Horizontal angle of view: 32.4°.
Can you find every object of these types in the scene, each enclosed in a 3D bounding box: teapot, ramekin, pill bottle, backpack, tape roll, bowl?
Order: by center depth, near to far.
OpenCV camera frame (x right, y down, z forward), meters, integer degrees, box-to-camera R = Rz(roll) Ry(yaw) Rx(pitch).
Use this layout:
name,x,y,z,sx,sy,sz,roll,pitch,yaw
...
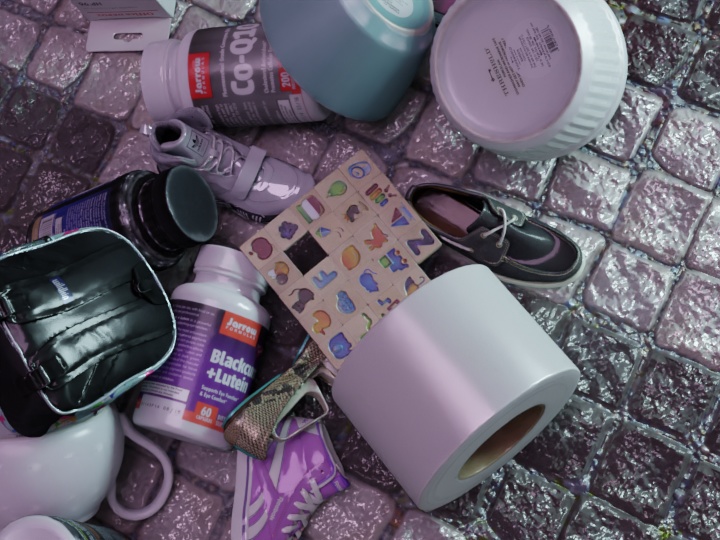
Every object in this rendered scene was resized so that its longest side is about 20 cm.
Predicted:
name,x,y,z,sx,sy,sz,roll,pitch,yaw
tape roll,0.092,0.112,1.186,0.203,0.203,0.139,-41,68,0
backpack,-0.289,0.057,1.222,0.150,0.200,0.178,-30,90,45
pill bottle,-0.278,0.304,1.226,0.106,0.200,0.107,-4,72,14
ramekin,0.165,-0.212,1.275,0.199,0.105,0.202,3,97,25
teapot,-0.332,0.214,1.297,0.199,0.197,0.147,5,107,35
pill bottle,-0.159,0.080,1.309,0.111,0.111,0.201,12,78,18
bowl,0.002,-0.272,1.312,0.105,0.200,0.202,-35,63,41
pill bottle,-0.257,-0.043,1.343,0.199,0.112,0.113,-18,69,29
pill bottle,-0.138,-0.217,1.390,0.199,0.114,0.115,-3,73,14

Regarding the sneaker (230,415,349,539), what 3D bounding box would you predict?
name,x,y,z,sx,sy,sz,roll,pitch,yaw
sneaker,-0.069,0.246,1.259,0.113,0.073,0.202,-3,73,11

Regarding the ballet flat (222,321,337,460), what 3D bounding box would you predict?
name,x,y,z,sx,sy,sz,roll,pitch,yaw
ballet flat,-0.058,0.118,1.280,0.075,0.068,0.200,36,61,10

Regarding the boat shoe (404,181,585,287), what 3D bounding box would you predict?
name,x,y,z,sx,sy,sz,roll,pitch,yaw
boat shoe,0.137,-0.038,1.291,0.199,0.068,0.072,24,80,18

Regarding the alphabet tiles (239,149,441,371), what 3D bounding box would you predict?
name,x,y,z,sx,sy,sz,roll,pitch,yaw
alphabet tiles,0.000,0.000,1.278,0.167,0.008,0.200,-38,80,-6

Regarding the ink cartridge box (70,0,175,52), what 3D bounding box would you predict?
name,x,y,z,sx,sy,sz,roll,pitch,yaw
ink cartridge box,-0.283,-0.370,1.499,0.115,0.068,0.201,1,75,15

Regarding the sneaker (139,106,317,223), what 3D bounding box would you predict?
name,x,y,z,sx,sy,sz,roll,pitch,yaw
sneaker,-0.149,-0.115,1.360,0.199,0.115,0.076,15,74,19

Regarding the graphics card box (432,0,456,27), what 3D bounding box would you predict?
name,x,y,z,sx,sy,sz,roll,pitch,yaw
graphics card box,0.163,-0.310,1.373,0.199,0.051,0.126,26,83,21
